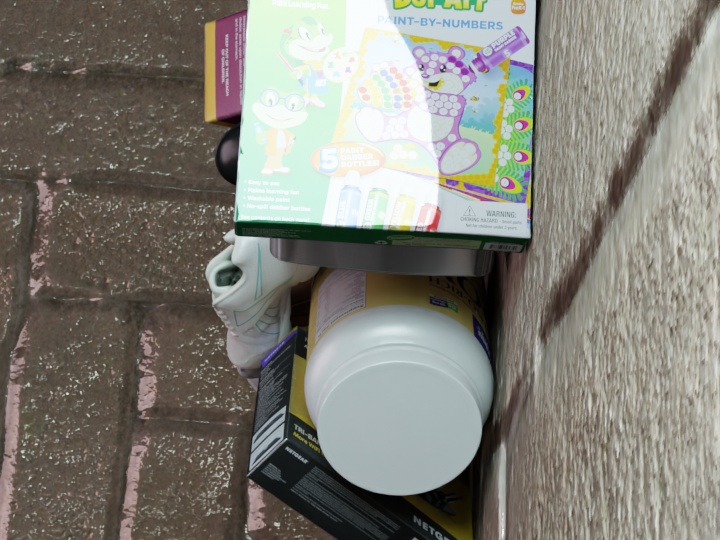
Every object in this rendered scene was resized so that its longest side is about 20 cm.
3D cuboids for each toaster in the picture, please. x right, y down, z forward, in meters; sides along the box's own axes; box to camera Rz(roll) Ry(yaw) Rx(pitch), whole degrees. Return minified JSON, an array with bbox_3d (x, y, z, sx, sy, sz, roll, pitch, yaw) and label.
[{"bbox_3d":[0.024,-0.086,1.302,0.200,0.180,0.119,-86,0,-62],"label":"toaster"}]

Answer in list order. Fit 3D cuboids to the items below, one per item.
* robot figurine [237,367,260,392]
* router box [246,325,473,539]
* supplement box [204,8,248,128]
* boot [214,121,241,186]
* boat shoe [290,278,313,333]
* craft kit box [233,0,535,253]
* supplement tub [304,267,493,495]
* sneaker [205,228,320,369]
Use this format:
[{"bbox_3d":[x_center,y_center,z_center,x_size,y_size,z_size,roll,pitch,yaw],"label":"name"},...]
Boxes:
[{"bbox_3d":[-0.037,0.070,1.613,0.200,0.169,0.114,4,-84,-61],"label":"robot figurine"},{"bbox_3d":[0.003,0.157,1.397,0.052,0.200,0.158,-44,22,23],"label":"router box"},{"bbox_3d":[-0.035,-0.193,1.609,0.199,0.130,0.104,-11,76,43],"label":"supplement box"},{"bbox_3d":[-0.050,-0.082,1.510,0.163,0.197,0.074,-61,-30,-65],"label":"boot"},{"bbox_3d":[0.000,0.000,1.483,0.072,0.199,0.068,-83,-26,-57],"label":"boat shoe"},{"bbox_3d":[0.019,-0.117,1.162,0.049,0.199,0.199,99,174,-75],"label":"craft kit box"},{"bbox_3d":[0.030,0.064,1.340,0.200,0.144,0.146,-89,3,-58],"label":"supplement tub"},{"bbox_3d":[-0.093,0.016,1.414,0.071,0.080,0.201,65,152,29],"label":"sneaker"}]
